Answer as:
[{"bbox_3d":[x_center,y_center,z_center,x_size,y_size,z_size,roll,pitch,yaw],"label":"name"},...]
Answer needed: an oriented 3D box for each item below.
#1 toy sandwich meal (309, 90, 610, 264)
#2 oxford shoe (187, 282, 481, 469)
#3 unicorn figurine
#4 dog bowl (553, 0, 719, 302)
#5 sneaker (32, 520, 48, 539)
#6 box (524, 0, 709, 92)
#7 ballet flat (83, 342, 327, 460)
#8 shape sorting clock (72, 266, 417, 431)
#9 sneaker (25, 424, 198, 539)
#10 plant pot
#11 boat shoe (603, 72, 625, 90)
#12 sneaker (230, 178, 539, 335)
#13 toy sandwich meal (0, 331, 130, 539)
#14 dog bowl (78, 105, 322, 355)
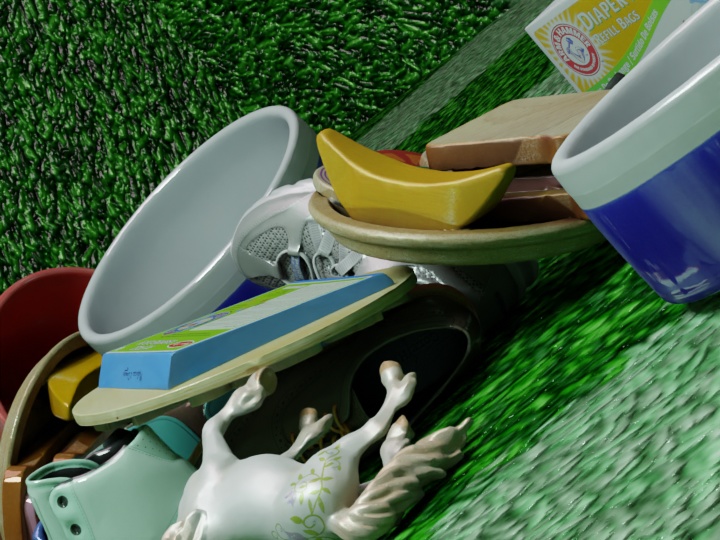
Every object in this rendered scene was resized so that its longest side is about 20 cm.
[{"bbox_3d":[0.069,-0.058,1.384,0.204,0.071,0.205,-3,16,1],"label":"toy sandwich meal"},{"bbox_3d":[-0.021,0.079,1.400,0.200,0.071,0.073,-40,9,4],"label":"oxford shoe"},{"bbox_3d":[-0.045,0.112,1.245,0.200,0.074,0.138,-26,26,50],"label":"unicorn figurine"},{"bbox_3d":[0.182,-0.079,1.108,0.200,0.079,0.200,-40,5,4],"label":"dog bowl"},{"bbox_3d":[-0.173,0.183,1.582,0.200,0.079,0.075,-36,7,45],"label":"sneaker"},{"bbox_3d":[0.204,-0.162,1.538,0.101,0.113,0.200,-43,4,-26],"label":"box"},{"bbox_3d":[-0.092,0.102,1.506,0.200,0.069,0.071,-40,-13,-19],"label":"ballet flat"},{"bbox_3d":[-0.061,0.042,1.391,0.199,0.039,0.200,-18,5,2],"label":"shape sorting clock"},{"bbox_3d":[-0.153,0.167,1.361,0.200,0.118,0.074,-41,7,9],"label":"sneaker"},{"bbox_3d":[-0.242,0.125,2.067,0.200,0.200,0.177,-46,-3,-45],"label":"plant pot"},{"bbox_3d":[0.112,-0.052,1.577,0.201,0.063,0.074,-38,8,42],"label":"boat shoe"},{"bbox_3d":[0.000,0.000,1.496,0.199,0.075,0.082,5,46,35],"label":"sneaker"},{"bbox_3d":[-0.175,0.135,1.722,0.070,0.206,0.205,6,30,25],"label":"toy sandwich meal"},{"bbox_3d":[-0.087,-0.007,1.672,0.200,0.079,0.200,-39,23,19],"label":"dog bowl"}]
